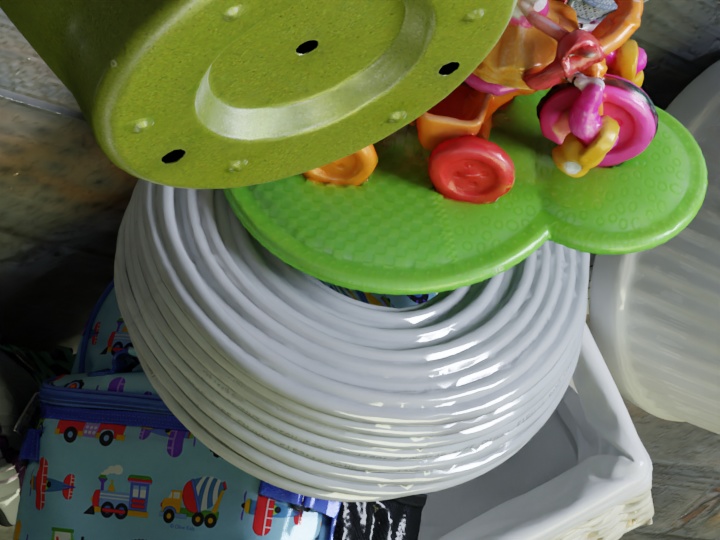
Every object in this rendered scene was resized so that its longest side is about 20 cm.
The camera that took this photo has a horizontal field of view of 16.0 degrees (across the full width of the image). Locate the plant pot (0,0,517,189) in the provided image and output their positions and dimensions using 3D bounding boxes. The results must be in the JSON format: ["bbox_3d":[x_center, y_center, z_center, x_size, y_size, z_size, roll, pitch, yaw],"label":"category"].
[{"bbox_3d":[-0.047,-0.136,0.753,0.200,0.193,0.200,-21,156,-10],"label":"plant pot"}]

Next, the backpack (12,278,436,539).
[{"bbox_3d":[-0.057,0.071,1.144,0.183,0.200,0.135,10,174,30],"label":"backpack"}]

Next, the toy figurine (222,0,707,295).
[{"bbox_3d":[0.043,-0.100,0.970,0.200,0.150,0.184,9,142,5],"label":"toy figurine"}]

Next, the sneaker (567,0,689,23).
[{"bbox_3d":[0.122,-0.139,1.039,0.075,0.082,0.200,-2,148,-41],"label":"sneaker"}]

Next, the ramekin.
[{"bbox_3d":[0.217,-0.004,1.267,0.200,0.105,0.200,-26,129,-37],"label":"ramekin"}]

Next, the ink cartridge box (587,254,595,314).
[{"bbox_3d":[0.168,-0.015,1.386,0.094,0.044,0.200,-38,153,31],"label":"ink cartridge box"}]

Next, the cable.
[{"bbox_3d":[0.000,0.000,1.067,0.200,0.200,0.069,0,142,-20],"label":"cable"}]

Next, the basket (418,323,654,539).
[{"bbox_3d":[0.035,0.099,1.272,0.200,0.136,0.123,-26,160,3],"label":"basket"}]

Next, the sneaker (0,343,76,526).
[{"bbox_3d":[-0.162,0.053,1.210,0.088,0.074,0.200,-38,166,-13],"label":"sneaker"}]
